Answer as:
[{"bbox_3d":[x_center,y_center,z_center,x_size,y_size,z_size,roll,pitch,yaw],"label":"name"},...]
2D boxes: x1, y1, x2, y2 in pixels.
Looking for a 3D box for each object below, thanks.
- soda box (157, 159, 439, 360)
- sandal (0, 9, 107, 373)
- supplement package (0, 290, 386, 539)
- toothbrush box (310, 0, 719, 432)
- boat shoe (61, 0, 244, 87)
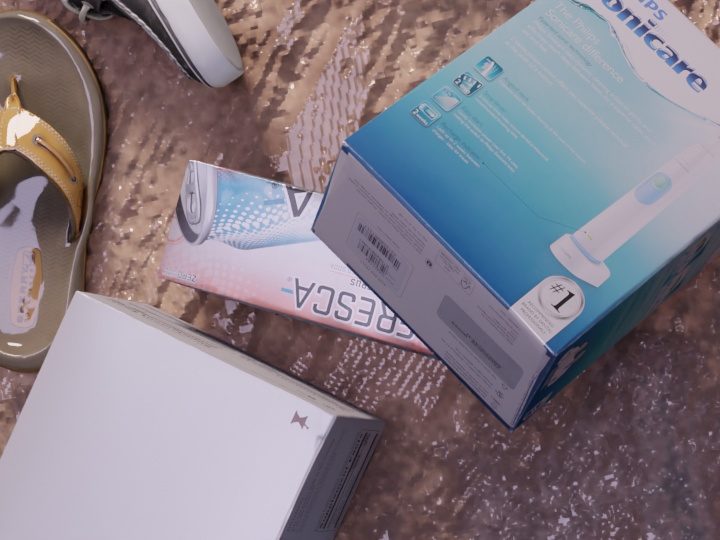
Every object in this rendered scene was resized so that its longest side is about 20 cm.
[{"bbox_3d":[0.000,0.000,1.273,0.199,0.064,0.069,15,89,14],"label":"soda box"},{"bbox_3d":[-0.185,-0.045,1.328,0.080,0.054,0.201,1,85,14],"label":"sandal"},{"bbox_3d":[-0.106,0.134,1.264,0.155,0.111,0.201,25,91,15],"label":"supplement package"},{"bbox_3d":[0.099,-0.043,1.192,0.146,0.085,0.200,44,61,13],"label":"toothbrush box"},{"bbox_3d":[-0.136,-0.167,1.323,0.064,0.071,0.200,-39,69,7],"label":"boat shoe"}]
